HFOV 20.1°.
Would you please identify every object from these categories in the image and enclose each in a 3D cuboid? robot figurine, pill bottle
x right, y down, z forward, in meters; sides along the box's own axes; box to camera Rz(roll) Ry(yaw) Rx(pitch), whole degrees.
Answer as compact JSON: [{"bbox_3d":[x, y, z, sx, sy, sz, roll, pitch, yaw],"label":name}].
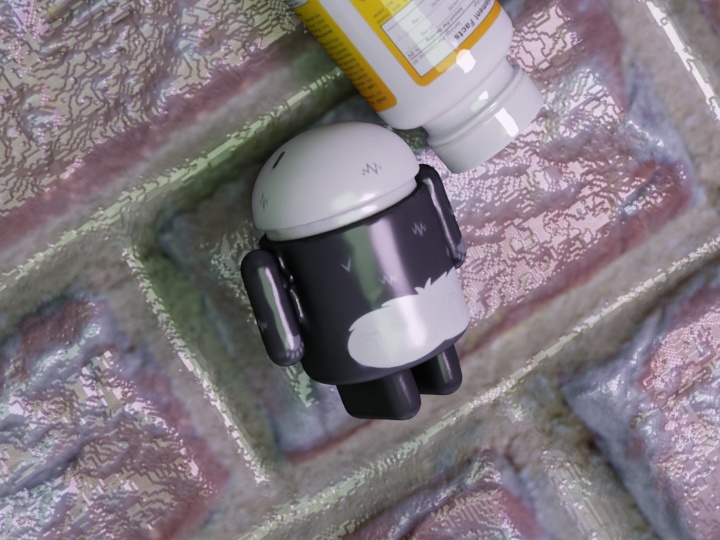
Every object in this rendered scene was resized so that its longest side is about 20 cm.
[{"bbox_3d":[0.000,0.000,1.378,0.124,0.150,0.201,-16,103,14],"label":"robot figurine"},{"bbox_3d":[0.032,-0.167,1.362,0.111,0.111,0.200,-40,104,-2],"label":"pill bottle"}]
